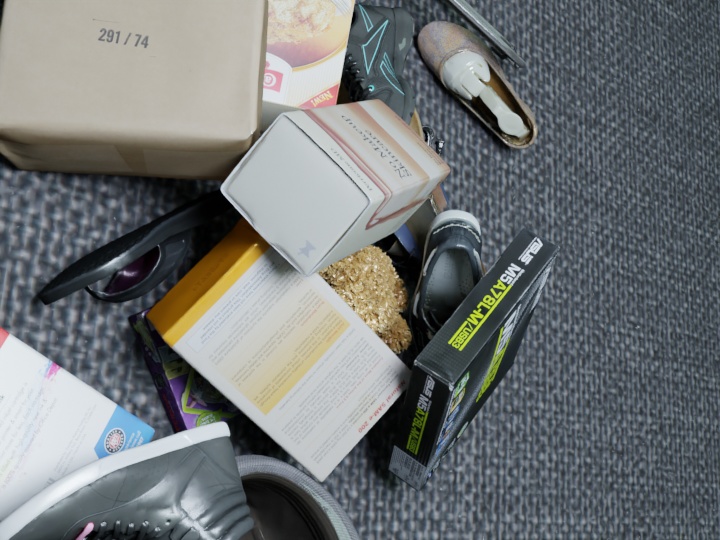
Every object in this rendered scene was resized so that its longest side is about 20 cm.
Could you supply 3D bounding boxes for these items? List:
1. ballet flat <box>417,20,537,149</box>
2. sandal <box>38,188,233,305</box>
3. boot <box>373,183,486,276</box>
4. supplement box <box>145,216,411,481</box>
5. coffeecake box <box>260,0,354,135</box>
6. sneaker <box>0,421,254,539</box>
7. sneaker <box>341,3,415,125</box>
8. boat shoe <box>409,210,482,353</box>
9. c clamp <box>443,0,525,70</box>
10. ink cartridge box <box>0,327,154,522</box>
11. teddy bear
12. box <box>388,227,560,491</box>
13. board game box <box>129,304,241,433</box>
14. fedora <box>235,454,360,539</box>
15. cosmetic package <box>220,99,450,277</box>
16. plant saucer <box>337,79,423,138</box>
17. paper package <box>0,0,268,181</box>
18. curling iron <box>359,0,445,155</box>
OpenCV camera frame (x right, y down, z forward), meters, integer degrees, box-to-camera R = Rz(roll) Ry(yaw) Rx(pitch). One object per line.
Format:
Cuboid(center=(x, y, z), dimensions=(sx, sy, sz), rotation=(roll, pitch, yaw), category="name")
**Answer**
Cuboid(center=(0.145, -0.214, 1.110), dimensions=(0.200, 0.068, 0.067), rotation=(36, 25, -29), category="ballet flat")
Cuboid(center=(-0.173, -0.013, 0.794), dimensions=(0.200, 0.075, 0.048), rotation=(-35, 107, -40), category="sandal")
Cuboid(center=(0.065, -0.011, 1.010), dimensions=(0.097, 0.075, 0.200), rotation=(-24, 86, -34), category="boot")
Cuboid(center=(-0.065, 0.066, 0.809), dimensions=(0.126, 0.074, 0.200), rotation=(-46, 116, -8), category="supplement box")
Cuboid(center=(-0.087, -0.229, 0.873), dimensions=(0.153, 0.073, 0.200), rotation=(11, 71, -6), category="coffeecake box")
Cuboid(center=(-0.154, 0.181, 0.667), dimensions=(0.200, 0.071, 0.099), rotation=(-14, 70, -47), category="sneaker")
Cuboid(center=(0.007, -0.189, 0.945), dimensions=(0.079, 0.075, 0.200), rotation=(14, 53, -20), category="sneaker")
Cuboid(center=(0.085, 0.038, 0.958), dimensions=(0.060, 0.075, 0.200), rotation=(-81, 170, -55), category="boat shoe")
Cuboid(center=(0.127, -0.296, 1.110), dimensions=(0.200, 0.027, 0.171), rotation=(37, 18, -22), category="c clamp")
Cuboid(center=(-0.266, 0.117, 0.689), dimensions=(0.200, 0.067, 0.116), rotation=(42, 57, -28), category="ink cartridge box")
Cuboid(center=(0.000, 0.000, 0.919), dimensions=(0.200, 0.067, 0.145), rotation=(58, 30, -27), category="teddy bear")
Cuboid(center=(0.104, 0.087, 0.896), dimensions=(0.047, 0.200, 0.193), rotation=(33, 55, 19), category="box")
Cuboid(center=(-0.104, 0.059, 0.870), dimensions=(0.200, 0.032, 0.120), rotation=(-25, 95, -41), category="board game box")
Cuboid(center=(-0.090, 0.256, 0.797), dimensions=(0.200, 0.090, 0.177), rotation=(51, 50, -10), category="fedora")
Cuboid(center=(-0.012, -0.077, 0.791), dimensions=(0.103, 0.087, 0.200), rotation=(45, 25, 6), category="cosmetic package")
Cuboid(center=(-0.021, -0.153, 0.965), dimensions=(0.200, 0.035, 0.201), rotation=(18, 59, -33), category="plant saucer")
Cuboid(center=(-0.176, -0.175, 0.750), dimensions=(0.200, 0.103, 0.191), rotation=(3, 76, -4), category="paper package")
Cuboid(center=(0.041, -0.202, 1.049), dimensions=(0.050, 0.026, 0.200), rotation=(-23, 93, -4), category="curling iron")
